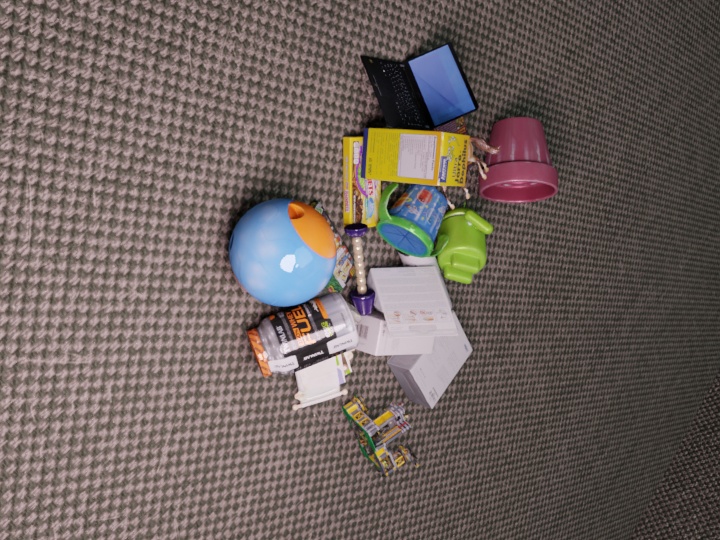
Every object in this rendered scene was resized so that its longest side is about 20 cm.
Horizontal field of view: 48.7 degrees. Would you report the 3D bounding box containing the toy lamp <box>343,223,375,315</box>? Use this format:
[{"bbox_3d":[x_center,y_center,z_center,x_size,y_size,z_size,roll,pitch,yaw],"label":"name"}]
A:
[{"bbox_3d":[0.000,0.000,1.713,0.058,0.058,0.200,-22,117,-41],"label":"toy lamp"}]

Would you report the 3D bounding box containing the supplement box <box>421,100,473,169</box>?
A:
[{"bbox_3d":[0.180,-0.312,1.836,0.110,0.086,0.200,-35,122,-34],"label":"supplement box"}]

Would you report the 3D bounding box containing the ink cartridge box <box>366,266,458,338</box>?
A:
[{"bbox_3d":[0.113,0.078,1.748,0.160,0.200,0.047,-1,139,-16],"label":"ink cartridge box"}]

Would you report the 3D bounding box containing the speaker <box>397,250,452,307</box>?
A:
[{"bbox_3d":[0.154,0.019,1.891,0.081,0.081,0.200,-44,127,-30],"label":"speaker"}]

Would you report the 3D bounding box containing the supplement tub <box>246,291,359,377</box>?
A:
[{"bbox_3d":[-0.114,0.130,1.567,0.200,0.123,0.123,-21,117,-12],"label":"supplement tub"}]

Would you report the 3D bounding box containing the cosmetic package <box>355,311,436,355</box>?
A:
[{"bbox_3d":[0.071,0.141,1.814,0.200,0.108,0.085,6,95,-45],"label":"cosmetic package"}]

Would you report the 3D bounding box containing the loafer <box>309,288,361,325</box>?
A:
[{"bbox_3d":[-0.082,0.075,1.665,0.200,0.070,0.070,36,99,-33],"label":"loafer"}]

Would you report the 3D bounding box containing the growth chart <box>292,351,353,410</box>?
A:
[{"bbox_3d":[-0.080,0.196,1.678,0.145,0.018,0.200,-10,115,-18],"label":"growth chart"}]

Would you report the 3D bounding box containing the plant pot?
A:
[{"bbox_3d":[0.397,-0.281,2.010,0.200,0.200,0.179,12,75,-47],"label":"plant pot"}]

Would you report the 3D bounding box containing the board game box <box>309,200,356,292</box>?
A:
[{"bbox_3d":[-0.078,-0.040,1.678,0.105,0.023,0.200,-51,131,-23],"label":"board game box"}]

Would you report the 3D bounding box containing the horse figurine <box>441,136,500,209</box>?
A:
[{"bbox_3d":[0.224,-0.236,1.792,0.200,0.050,0.133,-46,112,-16],"label":"horse figurine"}]

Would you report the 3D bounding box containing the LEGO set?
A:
[{"bbox_3d":[0.056,0.362,1.817,0.116,0.154,0.200,-32,115,-17],"label":"LEGO set"}]

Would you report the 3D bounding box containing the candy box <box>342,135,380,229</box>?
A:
[{"bbox_3d":[0.004,-0.191,1.725,0.102,0.026,0.200,-15,110,-48],"label":"candy box"}]

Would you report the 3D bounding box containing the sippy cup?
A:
[{"bbox_3d":[0.124,-0.118,1.757,0.130,0.140,0.178,-59,157,-18],"label":"sippy cup"}]

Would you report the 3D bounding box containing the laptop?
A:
[{"bbox_3d":[0.127,-0.398,1.692,0.200,0.103,0.177,-4,68,-44],"label":"laptop"}]

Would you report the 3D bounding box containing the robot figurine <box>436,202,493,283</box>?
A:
[{"bbox_3d":[0.241,-0.067,1.907,0.116,0.176,0.200,12,49,-10],"label":"robot figurine"}]

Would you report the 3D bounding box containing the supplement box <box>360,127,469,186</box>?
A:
[{"bbox_3d":[0.113,-0.238,1.665,0.109,0.200,0.109,-7,104,-52],"label":"supplement box"}]

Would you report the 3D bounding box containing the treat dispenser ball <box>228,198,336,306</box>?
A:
[{"bbox_3d":[-0.144,-0.033,1.480,0.201,0.201,0.201,-13,108,-44],"label":"treat dispenser ball"}]

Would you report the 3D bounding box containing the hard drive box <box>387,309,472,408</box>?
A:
[{"bbox_3d":[0.175,0.211,1.961,0.200,0.077,0.156,-49,130,-26],"label":"hard drive box"}]
